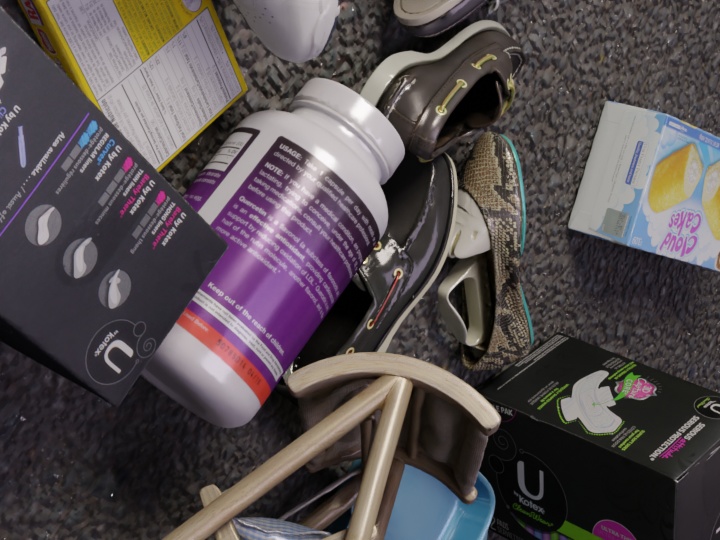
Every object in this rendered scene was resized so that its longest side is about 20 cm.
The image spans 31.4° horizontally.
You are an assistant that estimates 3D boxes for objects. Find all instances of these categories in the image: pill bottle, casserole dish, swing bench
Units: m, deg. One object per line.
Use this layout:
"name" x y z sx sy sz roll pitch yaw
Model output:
"pill bottle" -0.059 -0.014 0.765 0.201 0.112 0.113 -54 137 -17
"casserole dish" 0.038 0.193 1.015 0.122 0.039 0.200 -59 139 -12
"swing bench" -0.018 0.160 0.818 0.201 0.129 0.199 -53 166 -19

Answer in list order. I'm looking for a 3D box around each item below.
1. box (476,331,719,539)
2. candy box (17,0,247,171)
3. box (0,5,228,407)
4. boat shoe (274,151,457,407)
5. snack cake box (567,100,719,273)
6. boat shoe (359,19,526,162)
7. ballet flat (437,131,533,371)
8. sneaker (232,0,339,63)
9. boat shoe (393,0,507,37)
"box" 0.210 0.167 1.068 0.124 0.199 0.150 -29 125 -36
"candy box" -0.133 -0.151 0.692 0.102 0.026 0.201 -45 134 -27
"box" -0.178 -0.039 0.615 0.107 0.122 0.200 -56 137 -15
"boat shoe" 0.002 0.001 0.868 0.203 0.073 0.063 -61 147 -3
"snack cake box" 0.277 -0.070 1.147 0.199 0.067 0.116 10 97 -49
"boat shoe" 0.068 -0.118 0.867 0.201 0.060 0.072 -32 153 -53
"ballet flat" 0.091 -0.004 0.977 0.075 0.068 0.202 -23 125 -21
"sneaker" -0.093 -0.170 0.650 0.130 0.079 0.200 -47 134 -29
"boat shoe" 0.098 -0.210 0.889 0.200 0.072 0.063 -47 132 -30
